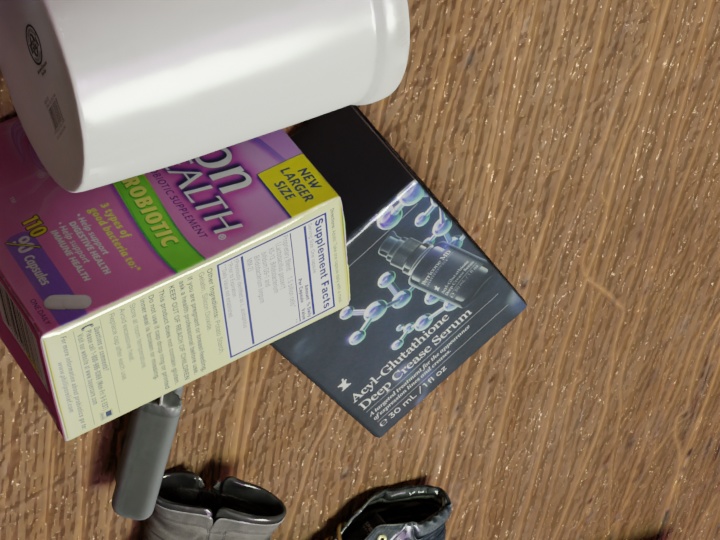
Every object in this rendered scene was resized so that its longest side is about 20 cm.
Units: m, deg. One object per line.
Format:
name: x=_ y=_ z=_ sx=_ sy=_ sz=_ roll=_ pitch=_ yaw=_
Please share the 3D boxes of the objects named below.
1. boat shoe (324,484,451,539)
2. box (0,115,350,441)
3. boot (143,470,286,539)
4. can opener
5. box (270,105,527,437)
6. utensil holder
boat shoe: x=-0.013 y=0.238 z=1.771 sx=0.199 sy=0.071 sz=0.091 roll=-19 pitch=134 yaw=-33
box: x=-0.135 y=-0.024 z=1.314 sx=0.199 sy=0.176 sz=0.097 roll=-25 pitch=140 yaw=-18
boot: x=-0.079 y=0.228 z=1.652 sx=0.199 sy=0.070 sz=0.132 roll=12 pitch=123 yaw=-19
can opener: x=-0.153 y=0.088 z=1.525 sx=0.066 sy=0.053 sz=0.201 roll=10 pitch=126 yaw=-4
box: x=0.000 y=0.000 z=1.509 sx=0.148 sy=0.107 sz=0.200 roll=-42 pitch=142 yaw=3
utensil holder: x=-0.098 y=-0.151 z=1.233 sx=0.199 sy=0.170 sz=0.171 roll=-20 pitch=138 yaw=-20
